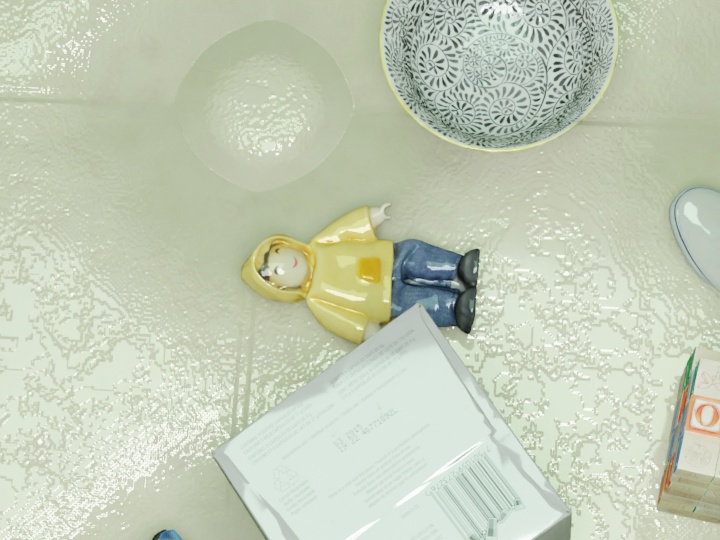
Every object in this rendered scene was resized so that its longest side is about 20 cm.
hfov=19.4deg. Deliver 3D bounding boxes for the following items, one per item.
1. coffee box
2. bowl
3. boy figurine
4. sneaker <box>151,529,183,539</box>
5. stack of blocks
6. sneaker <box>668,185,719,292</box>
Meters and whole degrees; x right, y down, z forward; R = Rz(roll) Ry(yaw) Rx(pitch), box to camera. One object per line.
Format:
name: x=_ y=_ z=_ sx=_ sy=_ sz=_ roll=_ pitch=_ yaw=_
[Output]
coffee box: x=0.029 y=0.183 z=1.640 sx=0.199 sy=0.198 sz=0.200 roll=-35 pitch=74 yaw=-6
bowl: x=0.117 y=-0.181 z=1.791 sx=0.200 sy=0.094 sz=0.202 roll=-1 pitch=74 yaw=3
boy figurine: x=0.000 y=0.000 z=1.763 sx=0.199 sy=0.064 sz=0.125 roll=9 pitch=78 yaw=2
sneaker: x=-0.091 y=0.280 z=1.694 sx=0.200 sy=0.078 sz=0.090 roll=45 pitch=67 yaw=6
stack of blocks: x=0.276 y=0.123 z=1.644 sx=0.058 sy=0.200 sz=0.116 roll=12 pitch=76 yaw=6
sneaker: x=0.333 y=0.003 z=1.741 sx=0.073 sy=0.071 sz=0.200 roll=-40 pitch=76 yaw=-8
